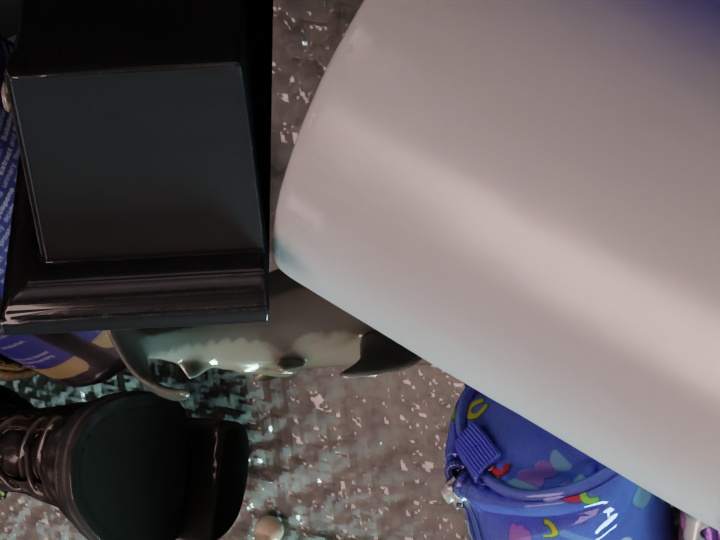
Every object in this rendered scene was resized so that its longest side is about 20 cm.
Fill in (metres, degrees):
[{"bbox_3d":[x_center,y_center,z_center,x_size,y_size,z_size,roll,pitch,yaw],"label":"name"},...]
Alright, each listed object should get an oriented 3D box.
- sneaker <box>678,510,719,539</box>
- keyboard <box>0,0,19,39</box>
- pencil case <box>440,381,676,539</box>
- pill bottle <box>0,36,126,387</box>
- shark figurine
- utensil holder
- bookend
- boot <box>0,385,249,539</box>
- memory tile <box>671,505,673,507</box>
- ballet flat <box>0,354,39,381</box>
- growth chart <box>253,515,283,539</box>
[{"bbox_3d":[0.171,0.142,1.017,0.088,0.081,0.201,-6,114,16],"label":"sneaker"},{"bbox_3d":[-0.176,-0.097,1.061,0.200,0.011,0.056,-26,148,24],"label":"keyboard"},{"bbox_3d":[0.083,0.118,1.026,0.087,0.078,0.200,-18,132,-4],"label":"pencil case"},{"bbox_3d":[-0.164,-0.042,1.025,0.200,0.112,0.112,30,141,-32],"label":"pill bottle"},{"bbox_3d":[-0.022,0.001,1.025,0.128,0.214,0.090,174,93,-65],"label":"shark figurine"},{"bbox_3d":[0.093,-0.020,0.903,0.199,0.170,0.170,28,132,13],"label":"utensil holder"},{"bbox_3d":[-0.082,-0.118,0.883,0.092,0.200,0.199,-3,136,2],"label":"bookend"},{"bbox_3d":[-0.151,0.079,1.116,0.173,0.200,0.070,7,84,15],"label":"boot"},{"bbox_3d":[0.176,0.103,1.043,0.199,0.017,0.154,22,131,15],"label":"memory tile"},{"bbox_3d":[-0.196,-0.011,1.106,0.062,0.068,0.200,22,170,42],"label":"ballet flat"},{"bbox_3d":[0.009,0.193,1.115,0.199,0.145,0.018,20,150,23],"label":"growth chart"}]
